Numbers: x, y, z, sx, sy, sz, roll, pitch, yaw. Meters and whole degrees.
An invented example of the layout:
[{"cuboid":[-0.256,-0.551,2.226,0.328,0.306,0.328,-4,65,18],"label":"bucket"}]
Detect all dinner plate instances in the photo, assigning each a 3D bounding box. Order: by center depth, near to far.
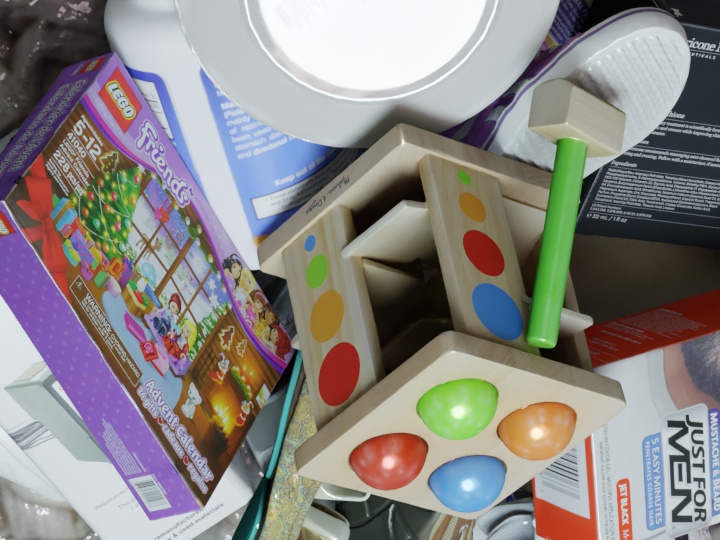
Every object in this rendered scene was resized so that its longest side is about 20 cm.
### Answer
[{"cuboid":[0.005,-0.149,1.478,0.200,0.024,0.201,-2,117,-3],"label":"dinner plate"}]

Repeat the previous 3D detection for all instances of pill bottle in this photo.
[{"cuboid":[-0.071,-0.110,1.569,0.112,0.112,0.200,-20,122,-4],"label":"pill bottle"}]

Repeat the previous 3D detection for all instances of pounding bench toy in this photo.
[{"cuboid":[0.064,0.016,1.493,0.124,0.156,0.200,17,137,-37],"label":"pounding bench toy"}]

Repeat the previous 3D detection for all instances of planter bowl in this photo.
[{"cuboid":[0.148,0.061,1.713,0.200,0.135,0.201,-7,120,-12],"label":"planter bowl"}]

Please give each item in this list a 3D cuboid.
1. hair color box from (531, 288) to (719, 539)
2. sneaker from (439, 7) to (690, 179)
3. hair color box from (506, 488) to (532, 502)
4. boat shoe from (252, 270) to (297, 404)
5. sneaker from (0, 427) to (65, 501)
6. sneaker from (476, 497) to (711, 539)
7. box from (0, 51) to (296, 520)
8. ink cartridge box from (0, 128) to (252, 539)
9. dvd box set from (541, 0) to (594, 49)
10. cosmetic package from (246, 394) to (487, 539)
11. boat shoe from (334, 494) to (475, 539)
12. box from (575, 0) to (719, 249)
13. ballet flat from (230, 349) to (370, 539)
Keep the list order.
[{"cuboid":[0.188,0.075,1.605,0.200,0.064,0.111,-16,109,-31],"label":"hair color box"},{"cuboid":[0.094,-0.102,1.572,0.073,0.115,0.200,18,138,-31],"label":"sneaker"},{"cuboid":[0.156,0.216,1.844,0.109,0.065,0.200,-11,123,-9],"label":"hair color box"},{"cuboid":[-0.001,-0.001,1.666,0.202,0.065,0.074,-39,122,-8],"label":"boat shoe"},{"cuboid":[-0.252,0.088,1.656,0.200,0.074,0.116,40,104,-21],"label":"sneaker"},{"cuboid":[0.105,0.187,1.693,0.115,0.075,0.200,15,143,-22],"label":"sneaker"},{"cuboid":[-0.117,0.008,1.516,0.039,0.137,0.200,-14,119,32],"label":"box"},{"cuboid":[-0.155,0.043,1.610,0.084,0.146,0.200,-33,122,7],"label":"ink cartridge box"},{"cuboid":[0.114,-0.185,1.626,0.200,0.029,0.146,-36,121,7],"label":"dvd box set"},{"cuboid":[0.011,0.140,1.749,0.113,0.081,0.200,-27,121,-2],"label":"cosmetic package"},{"cuboid":[0.028,0.144,1.677,0.074,0.076,0.200,3,112,-56],"label":"boat shoe"},{"cuboid":[0.212,-0.088,1.659,0.200,0.079,0.141,6,125,-29],"label":"box"},{"cuboid":[-0.029,0.123,1.630,0.071,0.071,0.200,8,125,-20],"label":"ballet flat"}]
